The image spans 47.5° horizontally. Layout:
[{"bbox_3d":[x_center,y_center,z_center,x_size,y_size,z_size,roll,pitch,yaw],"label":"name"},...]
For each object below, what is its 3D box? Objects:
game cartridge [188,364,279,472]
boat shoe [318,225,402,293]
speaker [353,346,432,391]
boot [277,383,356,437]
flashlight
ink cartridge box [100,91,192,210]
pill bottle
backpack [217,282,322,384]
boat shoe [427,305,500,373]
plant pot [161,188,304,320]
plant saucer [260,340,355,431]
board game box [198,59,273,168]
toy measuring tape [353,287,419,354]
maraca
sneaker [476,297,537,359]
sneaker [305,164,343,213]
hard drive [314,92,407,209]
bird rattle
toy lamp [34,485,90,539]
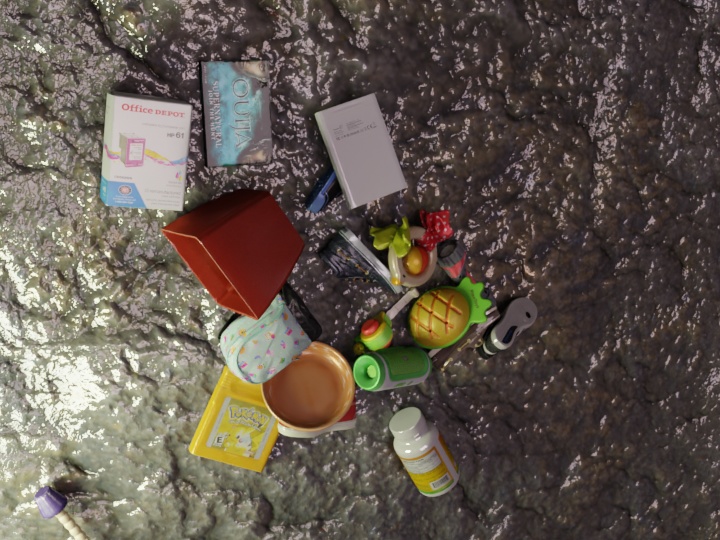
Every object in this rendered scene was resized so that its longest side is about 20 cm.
[{"bbox_3d":[-0.248,0.319,1.750,0.176,0.032,0.201,22,95,-27],"label":"game cartridge"},{"bbox_3d":[0.000,0.000,1.756,0.091,0.071,0.200,-44,115,2],"label":"boat shoe"},{"bbox_3d":[0.074,0.214,1.794,0.199,0.088,0.089,1,106,-52],"label":"speaker"},{"bbox_3d":[-0.090,0.281,1.781,0.199,0.072,0.145,-5,106,-38],"label":"boot"},{"bbox_3d":[0.245,0.016,1.868,0.067,0.068,0.200,-24,125,28],"label":"flashlight"},{"bbox_3d":[-0.395,-0.219,1.504,0.144,0.085,0.201,2,102,-24],"label":"ink cartridge box"},{"bbox_3d":[0.145,0.419,1.907,0.111,0.111,0.201,-34,115,-12],"label":"pill bottle"},{"bbox_3d":[-0.191,0.132,1.670,0.200,0.127,0.167,-37,119,-7],"label":"backpack"},{"bbox_3d":[0.243,0.157,1.870,0.200,0.072,0.060,-39,81,11],"label":"boat shoe"},{"bbox_3d":[-0.228,-0.049,1.575,0.176,0.199,0.200,-43,117,-20],"label":"plant pot"},{"bbox_3d":[-0.111,0.246,1.732,0.199,0.038,0.201,4,62,-8],"label":"plant saucer"},{"bbox_3d":[-0.238,-0.303,1.581,0.134,0.028,0.201,-7,107,-21],"label":"board game box"},{"bbox_3d":[0.064,0.118,1.810,0.200,0.074,0.074,-42,116,-8],"label":"toy measuring tape"},{"bbox_3d":[0.195,0.095,1.816,0.199,0.138,0.107,-29,156,17],"label":"maraca"},{"bbox_3d":[0.334,0.138,1.941,0.073,0.112,0.200,52,45,3],"label":"sneaker"},{"bbox_3d":[-0.030,-0.190,1.682,0.078,0.070,0.200,37,87,-20],"label":"sneaker"},{"bbox_3d":[0.002,-0.240,1.644,0.131,0.027,0.201,-22,96,-19],"label":"hard drive"},{"bbox_3d":[0.113,-0.049,1.753,0.199,0.112,0.164,-10,104,-47],"label":"bird rattle"},{"bbox_3d":[-0.582,0.513,1.644,0.058,0.058,0.201,-33,114,-12],"label":"toy lamp"}]
